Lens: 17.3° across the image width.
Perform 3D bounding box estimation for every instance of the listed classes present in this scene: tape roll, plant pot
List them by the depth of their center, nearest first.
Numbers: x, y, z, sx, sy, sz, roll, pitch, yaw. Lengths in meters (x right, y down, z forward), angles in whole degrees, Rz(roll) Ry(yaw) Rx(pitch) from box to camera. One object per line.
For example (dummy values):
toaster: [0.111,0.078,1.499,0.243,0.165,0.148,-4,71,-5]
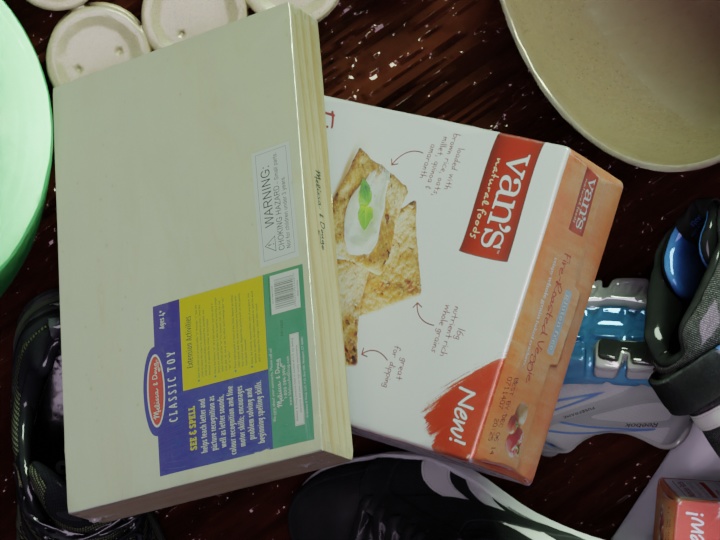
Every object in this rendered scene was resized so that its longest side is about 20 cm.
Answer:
plant pot: [0.167,-0.155,1.028,0.134,0.200,0.202,-16,100,-35]
tape roll: [-0.236,-0.056,1.050,0.199,0.048,0.202,3,71,-9]

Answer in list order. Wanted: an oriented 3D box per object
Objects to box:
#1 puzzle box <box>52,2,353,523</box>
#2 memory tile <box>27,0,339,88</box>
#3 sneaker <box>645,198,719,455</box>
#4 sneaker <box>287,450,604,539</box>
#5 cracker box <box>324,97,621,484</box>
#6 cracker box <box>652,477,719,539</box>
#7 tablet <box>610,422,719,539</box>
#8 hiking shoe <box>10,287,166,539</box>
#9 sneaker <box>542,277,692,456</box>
puzzle box: [-0.071,-0.002,1.014,0.132,0.025,0.202,-15,68,28]
memory tile: [-0.072,-0.175,1.093,0.199,0.017,0.154,-22,97,3]
sneaker: [0.197,-0.010,1.039,0.112,0.073,0.200,44,60,-14]
sneaker: [0.028,0.128,1.046,0.199,0.112,0.074,14,98,34]
cracker box: [0.000,0.000,1.027,0.199,0.058,0.135,14,83,34]
cracker box: [0.228,0.170,1.069,0.198,0.058,0.135,4,96,-1]
tablet: [0.183,0.150,1.141,0.130,0.014,0.201,32,97,-5]
hiking shoe: [-0.131,0.113,1.089,0.075,0.101,0.202,-9,98,2]
sneaker: [0.065,0.048,1.102,0.198,0.075,0.087,9,131,10]
